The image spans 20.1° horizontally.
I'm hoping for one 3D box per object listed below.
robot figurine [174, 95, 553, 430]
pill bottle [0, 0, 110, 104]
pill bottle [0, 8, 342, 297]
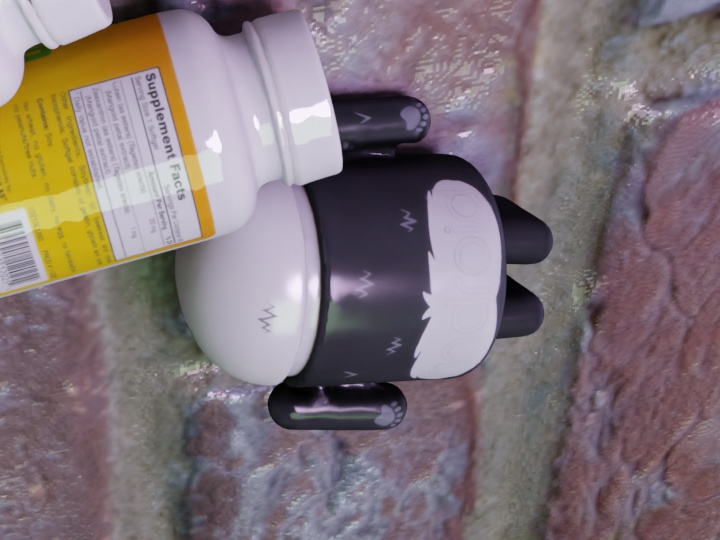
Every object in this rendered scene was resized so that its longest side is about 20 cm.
[{"bbox_3d":[0.000,-0.002,1.085,0.198,0.152,0.125,-2,159,-22],"label":"robot figurine"},{"bbox_3d":[-0.213,-0.107,0.871,0.199,0.112,0.111,-22,140,2],"label":"pill bottle"},{"bbox_3d":[-0.114,-0.061,0.976,0.198,0.112,0.112,-16,140,-6],"label":"pill bottle"}]
